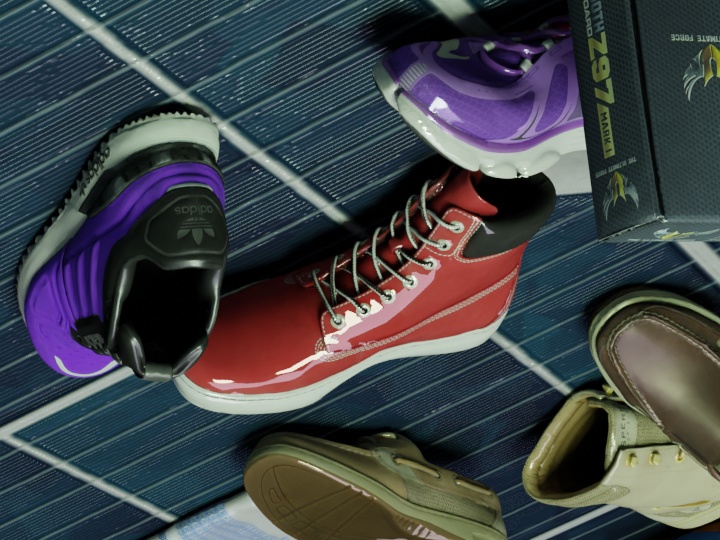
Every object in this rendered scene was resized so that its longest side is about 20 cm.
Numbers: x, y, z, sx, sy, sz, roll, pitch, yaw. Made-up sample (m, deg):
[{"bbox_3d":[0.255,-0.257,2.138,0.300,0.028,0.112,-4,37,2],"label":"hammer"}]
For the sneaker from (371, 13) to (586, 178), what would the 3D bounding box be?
[{"bbox_3d":[0.093,-0.100,1.372,0.200,0.081,0.084,-7,137,-36],"label":"sneaker"}]

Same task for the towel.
[{"bbox_3d":[-0.082,0.185,1.849,0.200,0.024,0.147,-27,152,19],"label":"towel"}]

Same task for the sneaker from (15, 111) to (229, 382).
[{"bbox_3d":[-0.113,0.017,1.409,0.069,0.100,0.200,-3,150,-24],"label":"sneaker"}]

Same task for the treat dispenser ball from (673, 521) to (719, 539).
[{"bbox_3d":[0.275,0.275,2.054,0.200,0.201,0.201,-15,154,-7],"label":"treat dispenser ball"}]

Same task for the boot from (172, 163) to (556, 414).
[{"bbox_3d":[0.000,0.000,1.491,0.199,0.073,0.144,-16,155,-23],"label":"boot"}]

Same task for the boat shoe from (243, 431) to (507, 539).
[{"bbox_3d":[0.008,0.134,1.763,0.071,0.065,0.200,-29,137,36],"label":"boat shoe"}]

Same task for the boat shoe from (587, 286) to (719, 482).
[{"bbox_3d":[0.214,0.083,1.713,0.075,0.075,0.202,-45,124,12],"label":"boat shoe"}]

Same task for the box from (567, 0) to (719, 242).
[{"bbox_3d":[0.189,-0.093,1.320,0.199,0.158,0.051,0,169,-31],"label":"box"}]

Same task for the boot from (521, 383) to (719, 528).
[{"bbox_3d":[0.212,0.095,1.813,0.155,0.073,0.200,12,144,-44],"label":"boot"}]
